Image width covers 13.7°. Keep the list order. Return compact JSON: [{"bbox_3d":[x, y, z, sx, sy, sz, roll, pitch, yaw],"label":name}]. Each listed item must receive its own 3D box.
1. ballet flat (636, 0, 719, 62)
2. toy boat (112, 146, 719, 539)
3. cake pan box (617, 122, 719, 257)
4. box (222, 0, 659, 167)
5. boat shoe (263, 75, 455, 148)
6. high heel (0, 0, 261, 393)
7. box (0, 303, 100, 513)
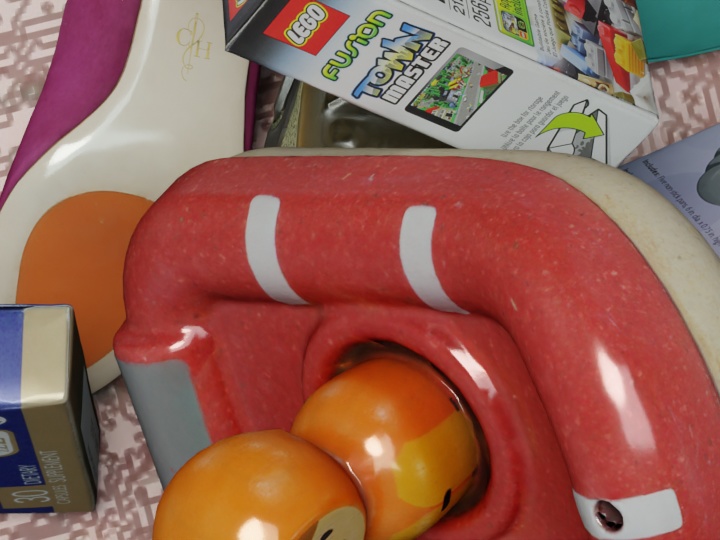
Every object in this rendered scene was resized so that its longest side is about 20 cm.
[{"bbox_3d":[0.138,-0.110,0.874,0.199,0.071,0.065,-11,62,-6],"label":"ballet flat"},{"bbox_3d":[0.003,0.046,0.728,0.131,0.200,0.131,-36,116,-40],"label":"toy boat"},{"bbox_3d":[0.171,0.000,0.800,0.184,0.200,0.052,-26,119,-5],"label":"cake pan box"},{"bbox_3d":[0.013,-0.118,0.792,0.110,0.200,0.035,21,132,-28],"label":"box"},{"bbox_3d":[0.000,0.000,0.854,0.073,0.065,0.201,15,106,-5],"label":"boat shoe"},{"bbox_3d":[-0.062,-0.059,0.871,0.067,0.096,0.200,22,107,-20],"label":"high heel"},{"bbox_3d":[-0.173,0.039,0.811,0.199,0.121,0.033,1,72,-1],"label":"box"}]
